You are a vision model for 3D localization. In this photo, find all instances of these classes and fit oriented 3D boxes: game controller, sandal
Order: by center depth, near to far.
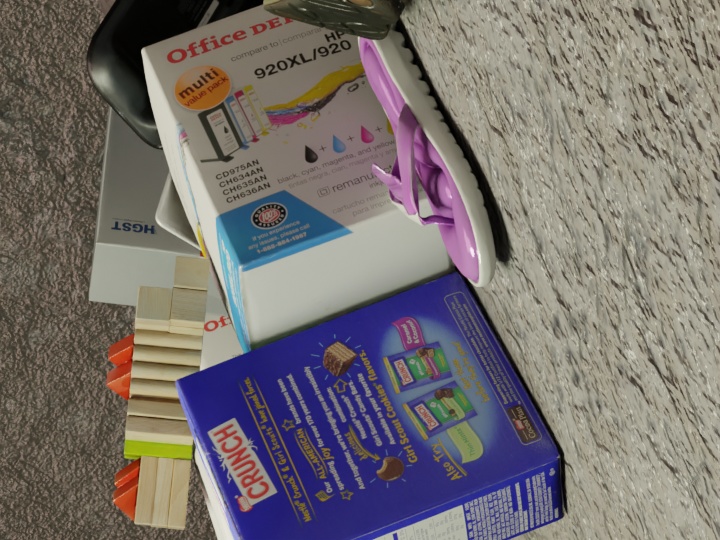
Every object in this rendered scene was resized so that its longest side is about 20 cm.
[{"bbox_3d":[0.029,-0.066,1.365,0.083,0.050,0.203,82,167,-54],"label":"sandal"},{"bbox_3d":[-0.122,-0.185,1.608,0.104,0.200,0.042,43,148,-26],"label":"game controller"}]

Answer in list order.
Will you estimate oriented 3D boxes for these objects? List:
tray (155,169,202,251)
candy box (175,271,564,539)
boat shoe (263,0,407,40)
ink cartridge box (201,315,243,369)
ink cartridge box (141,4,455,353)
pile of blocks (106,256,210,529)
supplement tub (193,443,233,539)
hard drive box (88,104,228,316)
[{"bbox_3d":[-0.091,-0.084,1.661,0.107,0.022,0.200,33,-131,-25],"label":"tray"},{"bbox_3d":[0.004,0.111,1.418,0.077,0.200,0.169,80,167,-48],"label":"candy box"},{"bbox_3d":[-0.006,-0.179,1.309,0.200,0.076,0.074,-171,95,-77],"label":"boat shoe"},{"bbox_3d":[-0.052,0.111,1.961,0.084,0.145,0.200,78,169,-50],"label":"ink cartridge box"},{"bbox_3d":[-0.041,-0.060,1.500,0.145,0.147,0.200,83,164,-55],"label":"ink cartridge box"},{"bbox_3d":[-0.141,0.083,1.520,0.082,0.062,0.200,-101,18,-75],"label":"pile of blocks"},{"bbox_3d":[-0.001,0.151,1.535,0.144,0.200,0.145,162,90,-82],"label":"supplement tub"},{"bbox_3d":[-0.121,-0.068,1.726,0.077,0.156,0.200,107,167,-53],"label":"hard drive box"}]
